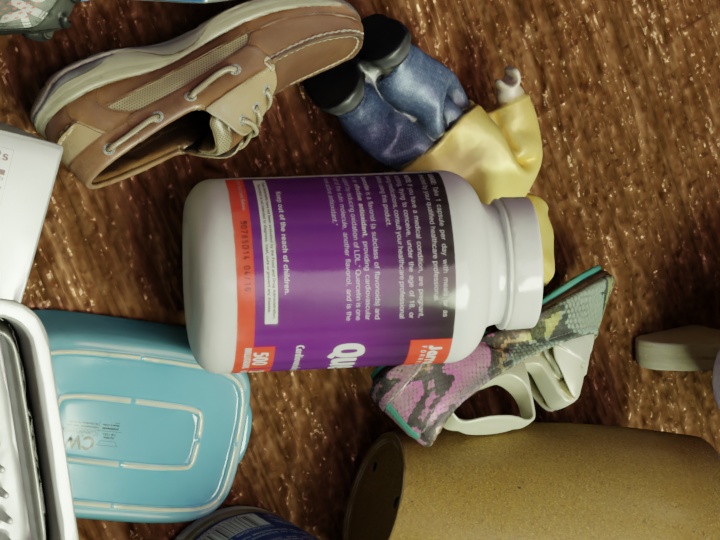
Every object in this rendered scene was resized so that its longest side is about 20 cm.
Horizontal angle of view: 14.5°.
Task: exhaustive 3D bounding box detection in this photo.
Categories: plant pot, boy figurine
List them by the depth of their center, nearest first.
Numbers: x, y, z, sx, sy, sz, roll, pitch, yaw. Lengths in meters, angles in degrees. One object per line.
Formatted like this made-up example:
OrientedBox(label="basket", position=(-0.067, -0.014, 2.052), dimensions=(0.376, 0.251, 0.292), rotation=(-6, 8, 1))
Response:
OrientedBox(label="boy figurine", position=(0.059, -0.068, 1.704), dimensions=(0.124, 0.064, 0.200), rotation=(-47, 122, 0))
OrientedBox(label="plant pot", position=(0.097, 0.169, 1.733), dimensions=(0.200, 0.186, 0.187), rotation=(16, 93, -20))

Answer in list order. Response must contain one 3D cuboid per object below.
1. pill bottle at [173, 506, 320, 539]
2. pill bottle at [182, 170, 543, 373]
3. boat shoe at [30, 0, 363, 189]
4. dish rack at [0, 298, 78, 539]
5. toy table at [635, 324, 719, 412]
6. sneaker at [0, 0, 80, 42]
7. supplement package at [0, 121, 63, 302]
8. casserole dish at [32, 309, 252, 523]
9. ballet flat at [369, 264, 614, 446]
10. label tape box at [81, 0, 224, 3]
OrientedBox(label="pill bottle", position=(-0.032, 0.215, 1.639), dimensions=(0.111, 0.200, 0.111), rotation=(-8, 106, -29))
OrientedBox(label="pill bottle", position=(0.000, 0.000, 1.627), dimensions=(0.200, 0.112, 0.113), rotation=(-2, 104, -8))
OrientedBox(label="boat shoe", position=(-0.085, -0.096, 1.597), dimensions=(0.200, 0.076, 0.072), rotation=(-22, 69, -17))
OrientedBox(label="dish rack", position=(-0.249, 0.109, 1.445), dimensions=(0.200, 0.044, 0.172), rotation=(-15, 108, -26))
OrientedBox(label="toy table", position=(0.288, 0.049, 1.840), dimensions=(0.200, 0.117, 0.184), rotation=(3, 100, -30))
OrientedBox(label="sneaker", position=(-0.171, -0.182, 1.529), dimensions=(0.200, 0.071, 0.098), rotation=(-34, 123, -4))
OrientedBox(label="supplement package", position=(-0.252, 0.008, 1.511), dimensions=(0.109, 0.114, 0.200), rotation=(13, 94, -32))
OrientedBox(label="casserole dish", position=(-0.143, 0.090, 1.640), dimensions=(0.200, 0.039, 0.121), rotation=(9, 97, -31))
OrientedBox(label="ballet flat", position=(0.092, 0.060, 1.719), dimensions=(0.200, 0.069, 0.071), rotation=(-23, 76, -40))
OrientedBox(label="label tape box", position=(-0.077, -0.226, 1.589), dimensions=(0.200, 0.063, 0.145), rotation=(-12, 108, -29))
